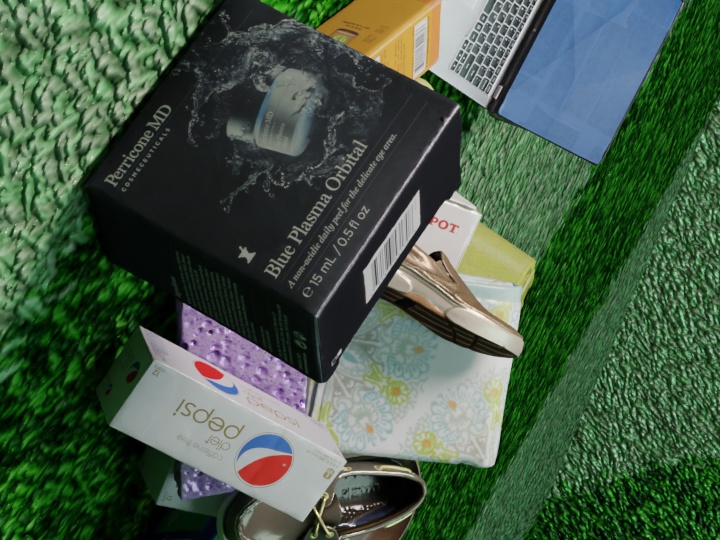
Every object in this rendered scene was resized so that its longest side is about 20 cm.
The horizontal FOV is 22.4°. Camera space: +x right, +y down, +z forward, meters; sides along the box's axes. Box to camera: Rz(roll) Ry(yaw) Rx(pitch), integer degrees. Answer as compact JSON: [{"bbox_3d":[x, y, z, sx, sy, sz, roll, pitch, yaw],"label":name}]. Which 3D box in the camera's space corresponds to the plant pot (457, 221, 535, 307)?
[{"bbox_3d":[0.068,0.009,1.814,0.201,0.183,0.201,-59,170,-18],"label":"plant pot"}]

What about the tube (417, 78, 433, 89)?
[{"bbox_3d":[0.009,-0.150,1.656,0.052,0.058,0.200,-30,172,25],"label":"tube"}]

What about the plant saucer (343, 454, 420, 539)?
[{"bbox_3d":[-0.028,0.244,1.815,0.199,0.032,0.202,-23,131,-28],"label":"plant saucer"}]

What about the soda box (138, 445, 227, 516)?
[{"bbox_3d":[-0.123,0.108,1.577,0.201,0.063,0.068,-67,-152,16],"label":"soda box"}]

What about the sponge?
[{"bbox_3d":[-0.099,0.093,1.513,0.030,0.110,0.202,-127,-144,-60],"label":"sponge"}]

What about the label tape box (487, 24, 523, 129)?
[{"bbox_3d":[0.178,-0.265,1.942,0.145,0.063,0.200,-57,152,-16],"label":"label tape box"}]

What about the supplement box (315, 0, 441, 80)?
[{"bbox_3d":[-0.004,-0.173,1.523,0.200,0.066,0.069,-42,142,-48],"label":"supplement box"}]

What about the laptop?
[{"bbox_3d":[0.184,-0.238,1.784,0.199,0.116,0.188,28,90,-44],"label":"laptop"}]

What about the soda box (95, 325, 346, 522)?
[{"bbox_3d":[-0.112,0.126,1.470,0.068,0.199,0.064,-54,-152,10],"label":"soda box"}]

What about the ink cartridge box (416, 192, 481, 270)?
[{"bbox_3d":[0.000,0.000,1.671,0.201,0.146,0.083,-65,-157,12],"label":"ink cartridge box"}]

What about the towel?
[{"bbox_3d":[0.041,0.082,1.631,0.048,0.198,0.173,-146,-115,-72],"label":"towel"}]

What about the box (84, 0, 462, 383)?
[{"bbox_3d":[-0.059,-0.062,1.311,0.197,0.199,0.118,-56,164,-21],"label":"box"}]

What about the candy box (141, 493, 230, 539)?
[{"bbox_3d":[-0.131,0.243,1.677,0.201,0.077,0.169,-57,-161,-19],"label":"candy box"}]

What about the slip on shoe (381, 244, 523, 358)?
[{"bbox_3d":[0.062,0.012,1.567,0.061,0.199,0.076,-66,-166,-14],"label":"slip on shoe"}]

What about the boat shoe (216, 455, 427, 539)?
[{"bbox_3d":[-0.032,0.206,1.601,0.200,0.060,0.073,-10,100,-36],"label":"boat shoe"}]
